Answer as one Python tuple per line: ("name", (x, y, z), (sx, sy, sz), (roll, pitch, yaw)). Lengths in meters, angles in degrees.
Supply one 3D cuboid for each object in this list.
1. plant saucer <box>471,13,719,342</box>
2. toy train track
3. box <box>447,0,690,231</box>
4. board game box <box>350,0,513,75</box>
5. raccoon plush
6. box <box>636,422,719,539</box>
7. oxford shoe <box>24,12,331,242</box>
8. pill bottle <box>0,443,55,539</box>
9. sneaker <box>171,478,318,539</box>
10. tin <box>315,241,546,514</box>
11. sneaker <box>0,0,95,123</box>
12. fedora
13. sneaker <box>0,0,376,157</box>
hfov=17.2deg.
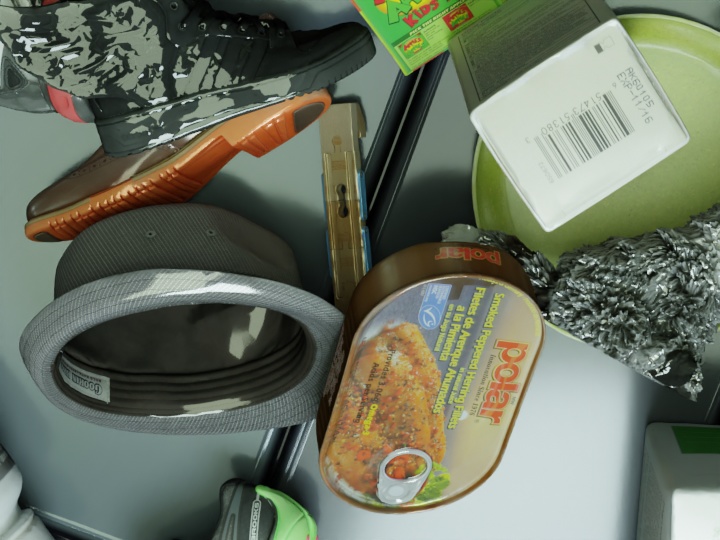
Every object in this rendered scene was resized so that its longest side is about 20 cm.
("plant saucer", (0.165, -0.053, 1.416), (0.198, 0.031, 0.202), (0, 100, 3))
("toy train track", (0.000, 0.000, 1.431), (0.114, 0.032, 0.202), (-3, 94, 29))
("box", (0.109, -0.100, 1.291), (0.095, 0.200, 0.078), (-33, 104, 9))
("board game box", (0.083, -0.204, 1.354), (0.199, 0.102, 0.048), (-32, 56, 7))
("raccoon plush", (0.159, -0.019, 1.366), (0.199, 0.097, 0.135), (28, 92, -3))
("box", (0.261, 0.204, 1.387), (0.197, 0.171, 0.202), (2, 101, 2))
("oxford shoe", (-0.118, -0.081, 1.414), (0.199, 0.071, 0.073), (-28, 78, 3))
("pill bottle", (-0.274, 0.119, 1.424), (0.113, 0.114, 0.201), (-35, 97, 8))
("sneaker", (-0.106, 0.213, 1.464), (0.084, 0.077, 0.201), (38, 97, 13))
("tin", (0.038, 0.063, 1.358), (0.111, 0.042, 0.201), (6, 133, -12))
("sneaker", (-0.195, -0.184, 1.386), (0.097, 0.071, 0.202), (-3, 91, 17))
("fedora", (-0.101, 0.021, 1.395), (0.198, 0.177, 0.091), (-3, 58, -7))
("sneaker", (-0.098, -0.132, 1.332), (0.198, 0.060, 0.105), (-20, 101, -4))
